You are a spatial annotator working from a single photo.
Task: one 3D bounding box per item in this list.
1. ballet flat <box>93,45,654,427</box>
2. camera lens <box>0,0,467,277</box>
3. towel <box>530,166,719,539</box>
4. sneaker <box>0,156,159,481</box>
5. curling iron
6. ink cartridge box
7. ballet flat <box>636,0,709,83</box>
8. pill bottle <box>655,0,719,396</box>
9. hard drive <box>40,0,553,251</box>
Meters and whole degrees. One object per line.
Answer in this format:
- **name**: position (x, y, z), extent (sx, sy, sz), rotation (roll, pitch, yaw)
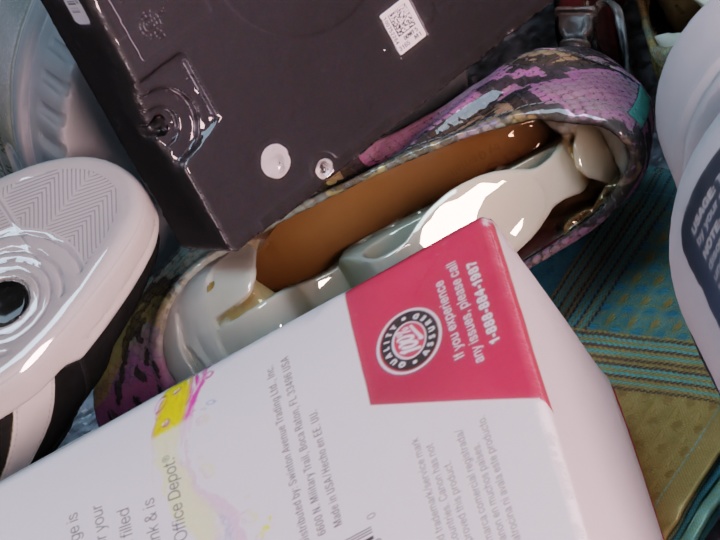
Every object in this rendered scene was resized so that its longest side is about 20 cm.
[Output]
- **ballet flat**: position (0.000, 0.000, 0.863), extent (0.199, 0.069, 0.071), rotation (-32, 8, 8)
- **camera lens**: position (-0.072, -0.091, 0.988), extent (0.160, 0.160, 0.200), rotation (-37, 35, -8)
- **towel**: position (0.055, 0.046, 0.849), extent (0.146, 0.022, 0.200), rotation (9, 53, 44)
- **sneaker**: position (-0.123, 0.066, 0.873), extent (0.073, 0.112, 0.200), rotation (32, 74, 35)
- **curling iron**: position (0.077, -0.095, 0.979), extent (0.025, 0.050, 0.200), rotation (-6, 26, 5)
- **ink cartridge box**: position (-0.020, 0.099, 0.760), extent (0.199, 0.086, 0.148), rotation (-30, 40, 14)
- **ballet flat**: position (0.115, -0.108, 0.952), extent (0.070, 0.071, 0.201), rotation (-22, 36, 12)
- **pill bottle**: position (0.144, 0.007, 0.734), extent (0.119, 0.120, 0.201), rotation (-26, 39, 7)
- **hard drive**: position (-0.007, -0.118, 0.865), extent (0.200, 0.140, 0.038), rotation (-40, 23, -25)
